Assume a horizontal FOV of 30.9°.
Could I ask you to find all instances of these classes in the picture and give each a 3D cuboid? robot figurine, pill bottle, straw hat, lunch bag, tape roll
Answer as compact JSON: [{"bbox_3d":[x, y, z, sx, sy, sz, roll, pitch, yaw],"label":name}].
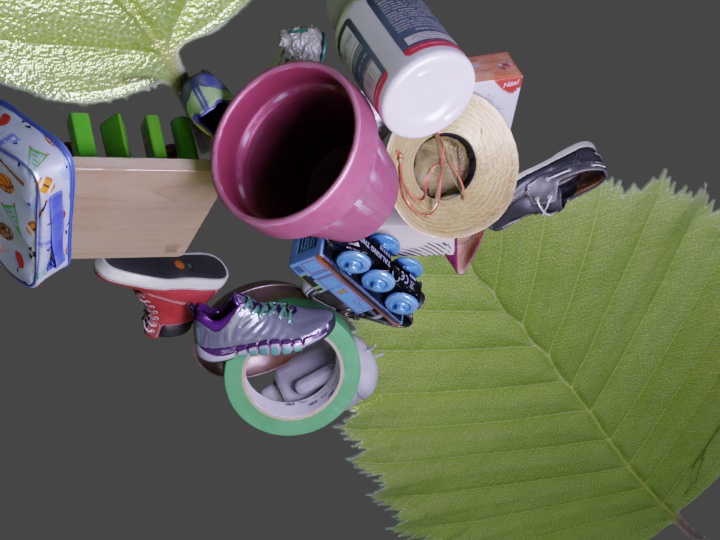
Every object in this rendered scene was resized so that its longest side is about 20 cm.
[{"bbox_3d":[-0.056,0.170,2.014,0.199,0.114,0.170,-29,175,2],"label":"robot figurine"},{"bbox_3d":[0.039,-0.260,1.511,0.118,0.201,0.120,-18,141,-16],"label":"pill bottle"},{"bbox_3d":[0.100,-0.134,1.693,0.199,0.204,0.085,-6,180,-25],"label":"straw hat"},{"bbox_3d":[-0.393,-0.083,1.491,0.075,0.159,0.201,-40,154,-41],"label":"lunch bag"},{"bbox_3d":[-0.100,0.140,1.887,0.198,0.048,0.203,-3,113,-8],"label":"tape roll"}]

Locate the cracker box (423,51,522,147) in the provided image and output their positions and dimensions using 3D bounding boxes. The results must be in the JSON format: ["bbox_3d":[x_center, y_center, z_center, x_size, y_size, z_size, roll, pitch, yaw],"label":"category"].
[{"bbox_3d":[0.133,-0.193,1.761,0.133,0.058,0.201,-11,139,-17],"label":"cracker box"}]

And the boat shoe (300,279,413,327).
[{"bbox_3d":[0.003,0.042,1.837,0.199,0.057,0.068,10,145,-42],"label":"boat shoe"}]

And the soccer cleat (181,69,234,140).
[{"bbox_3d":[-0.154,-0.164,1.603,0.064,0.084,0.200,-33,141,8],"label":"soccer cleat"}]

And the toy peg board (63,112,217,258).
[{"bbox_3d":[-0.291,-0.107,1.601,0.198,0.099,0.199,-1,151,-29],"label":"toy peg board"}]

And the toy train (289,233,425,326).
[{"bbox_3d":[0.000,0.000,1.728,0.113,0.087,0.200,-17,138,35],"label":"toy train"}]

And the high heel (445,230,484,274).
[{"bbox_3d":[0.167,-0.062,1.831,0.067,0.097,0.200,-11,170,-15],"label":"high heel"}]

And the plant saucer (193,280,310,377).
[{"bbox_3d":[-0.155,0.081,1.921,0.198,0.035,0.201,-17,141,-14],"label":"plant saucer"}]

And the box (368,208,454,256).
[{"bbox_3d":[0.029,-0.068,1.769,0.198,0.083,0.069,-1,141,6],"label":"box"}]

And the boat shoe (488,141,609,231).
[{"bbox_3d":[0.272,-0.114,1.926,0.199,0.068,0.072,-30,144,6],"label":"boat shoe"}]

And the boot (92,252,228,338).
[{"bbox_3d":[-0.293,0.037,1.765,0.199,0.073,0.145,9,131,-42],"label":"boot"}]

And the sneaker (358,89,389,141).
[{"bbox_3d":[-0.002,-0.159,1.686,0.199,0.100,0.078,-38,141,13],"label":"sneaker"}]

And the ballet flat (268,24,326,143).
[{"bbox_3d":[-0.089,-0.215,1.606,0.071,0.072,0.202,-7,130,-24],"label":"ballet flat"}]

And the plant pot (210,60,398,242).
[{"bbox_3d":[-0.048,-0.121,1.535,0.199,0.201,0.179,-38,150,13],"label":"plant pot"}]

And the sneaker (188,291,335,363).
[{"bbox_3d":[-0.134,0.067,1.780,0.198,0.075,0.088,-12,120,-4],"label":"sneaker"}]
